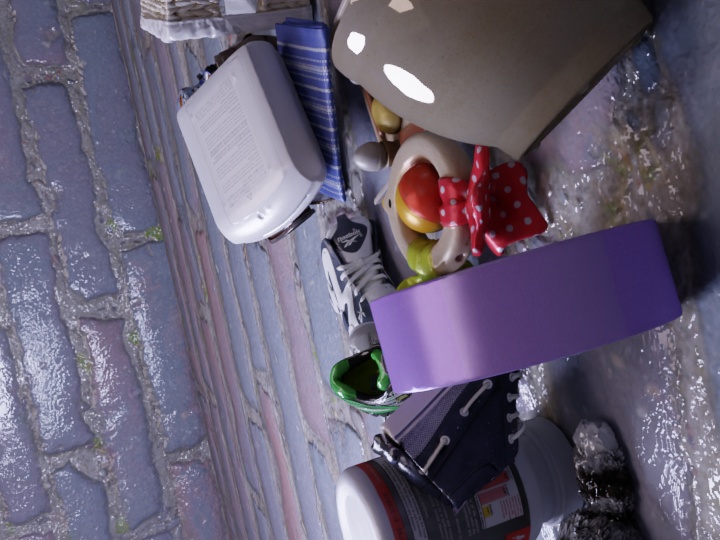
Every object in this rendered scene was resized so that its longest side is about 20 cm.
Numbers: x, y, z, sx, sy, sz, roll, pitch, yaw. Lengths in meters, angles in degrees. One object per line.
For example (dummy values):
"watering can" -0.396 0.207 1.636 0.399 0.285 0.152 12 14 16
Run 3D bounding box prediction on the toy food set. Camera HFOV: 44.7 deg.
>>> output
"toy food set" 0.013 -0.187 0.924 0.144 0.060 0.202 133 121 -67

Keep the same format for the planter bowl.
"planter bowl" 0.097 -0.158 0.559 0.135 0.200 0.200 45 156 4

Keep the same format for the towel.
"towel" -0.056 -0.193 1.036 0.145 0.024 0.203 33 133 59

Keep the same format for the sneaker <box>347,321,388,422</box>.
"sneaker" 0.051 0.140 0.923 0.075 0.082 0.201 -42 79 23

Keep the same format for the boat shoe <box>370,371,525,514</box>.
"boat shoe" 0.108 0.105 0.713 0.093 0.200 0.075 43 169 17

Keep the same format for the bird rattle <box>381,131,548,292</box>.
"bird rattle" 0.068 -0.050 0.784 0.201 0.111 0.164 104 144 -52

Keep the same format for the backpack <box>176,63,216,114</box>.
"backpack" -0.203 -0.230 1.379 0.190 0.152 0.203 -166 61 -80

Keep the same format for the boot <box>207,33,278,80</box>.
"boot" -0.135 -0.234 1.171 0.071 0.145 0.201 57 154 31

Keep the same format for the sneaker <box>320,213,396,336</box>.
"sneaker" 0.000 0.000 1.053 0.199 0.079 0.131 -129 21 -70

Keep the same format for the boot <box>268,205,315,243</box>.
"boot" -0.154 -0.135 1.159 0.201 0.064 0.186 58 157 -13

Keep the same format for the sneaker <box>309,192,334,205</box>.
"sneaker" -0.088 -0.153 1.209 0.199 0.071 0.114 10 117 61

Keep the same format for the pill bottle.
"pill bottle" 0.088 0.201 0.766 0.116 0.198 0.117 166 90 -70

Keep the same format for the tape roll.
"tape roll" 0.109 0.025 0.592 0.200 0.198 0.066 152 103 -70

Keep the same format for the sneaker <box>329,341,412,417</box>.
"sneaker" 0.060 0.098 0.837 0.085 0.198 0.079 22 -127 -57

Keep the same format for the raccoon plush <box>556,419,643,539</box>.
"raccoon plush" 0.154 0.234 0.701 0.097 0.132 0.202 144 111 -70

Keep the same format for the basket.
"basket" -0.184 -0.392 1.132 0.200 0.196 0.163 -140 42 -59

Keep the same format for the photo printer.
"photo printer" -0.129 -0.143 1.047 0.166 0.069 0.202 -34 72 37
